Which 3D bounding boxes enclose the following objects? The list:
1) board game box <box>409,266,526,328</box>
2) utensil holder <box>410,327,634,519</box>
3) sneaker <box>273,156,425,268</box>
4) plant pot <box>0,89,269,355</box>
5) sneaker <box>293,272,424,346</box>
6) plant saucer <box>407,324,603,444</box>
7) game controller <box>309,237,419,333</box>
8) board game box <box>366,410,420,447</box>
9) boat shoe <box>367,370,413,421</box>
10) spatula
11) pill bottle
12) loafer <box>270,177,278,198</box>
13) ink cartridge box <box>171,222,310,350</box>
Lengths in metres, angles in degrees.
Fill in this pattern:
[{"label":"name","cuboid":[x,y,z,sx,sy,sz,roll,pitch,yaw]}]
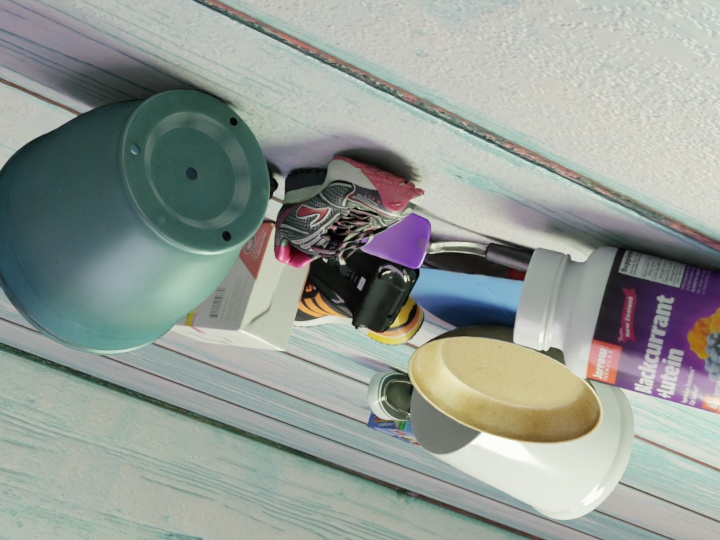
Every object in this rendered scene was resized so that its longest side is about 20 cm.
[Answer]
[{"label":"board game box","cuboid":[0.139,0.020,1.486,0.198,0.039,0.158,8,158,30]},{"label":"utensil holder","cuboid":[0.177,0.165,1.755,0.199,0.171,0.169,27,164,-32]},{"label":"sneaker","cuboid":[-0.011,-0.044,1.321,0.080,0.075,0.200,22,166,-21]},{"label":"plant pot","cuboid":[-0.174,-0.051,1.275,0.199,0.202,0.187,24,151,-29]},{"label":"sneaker","cuboid":[-0.030,0.015,1.651,0.199,0.070,0.090,13,148,28]},{"label":"plant saucer","cuboid":[0.146,0.107,1.559,0.198,0.036,0.201,15,149,9]},{"label":"game controller","cuboid":[0.000,0.000,1.501,0.104,0.042,0.200,47,161,8]},{"label":"board game box","cuboid":[0.127,0.277,2.593,0.199,0.035,0.135,23,167,-25]},{"label":"boat shoe","cuboid":[0.082,0.184,2.208,0.056,0.069,0.199,-2,164,34]},{"label":"spatula","cuboid":[0.097,-0.018,1.387,0.198,0.021,0.057,11,124,-2]},{"label":"pill bottle","cuboid":[0.230,0.044,1.284,0.198,0.112,0.111,14,167,13]},{"label":"loafer","cuboid":[-0.131,-0.054,1.444,0.072,0.072,0.200,21,167,-17]},{"label":"ink cartridge box","cuboid":[-0.144,0.014,1.651,0.067,0.117,0.199,26,166,-38]}]
